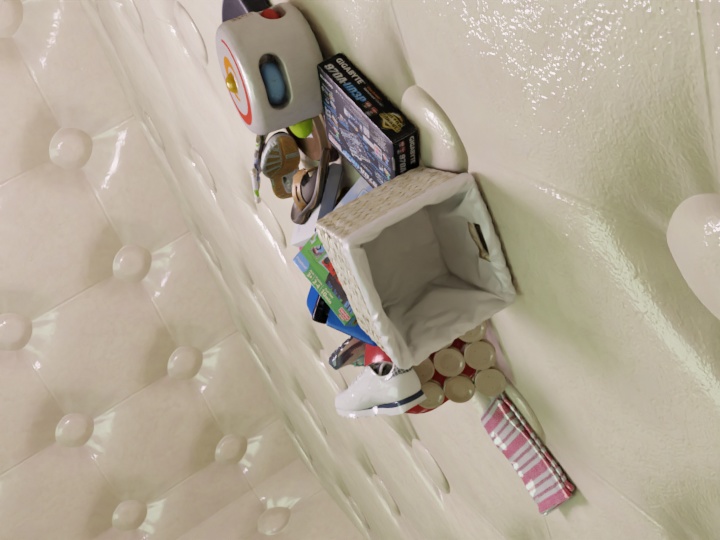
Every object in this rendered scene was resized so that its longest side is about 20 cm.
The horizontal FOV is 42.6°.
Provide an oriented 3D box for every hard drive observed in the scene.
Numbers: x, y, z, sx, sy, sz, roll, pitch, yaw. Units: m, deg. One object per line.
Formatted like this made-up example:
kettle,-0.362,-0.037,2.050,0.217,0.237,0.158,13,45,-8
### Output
hard drive,-0.082,-0.116,1.688,0.200,0.026,0.133,168,117,-74
hard drive,-0.193,-0.419,1.597,0.135,0.042,0.200,58,164,5

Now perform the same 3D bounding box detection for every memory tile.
memory tile,0.129,0.117,1.416,0.017,0.152,0.201,-70,-38,-64

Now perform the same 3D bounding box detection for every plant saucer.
plant saucer,-0.104,-0.274,1.616,0.200,0.029,0.201,51,162,24

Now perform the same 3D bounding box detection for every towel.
towel,0.267,0.301,1.515,0.201,0.030,0.147,54,162,19

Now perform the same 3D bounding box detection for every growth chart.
growth chart,-0.182,-0.243,1.721,0.145,0.018,0.202,97,-178,-73

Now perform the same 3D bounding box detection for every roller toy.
roller toy,-0.145,-0.312,1.434,0.201,0.139,0.183,63,165,18

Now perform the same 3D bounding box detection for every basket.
basket,0.070,-0.012,1.250,0.161,0.199,0.199,29,146,64

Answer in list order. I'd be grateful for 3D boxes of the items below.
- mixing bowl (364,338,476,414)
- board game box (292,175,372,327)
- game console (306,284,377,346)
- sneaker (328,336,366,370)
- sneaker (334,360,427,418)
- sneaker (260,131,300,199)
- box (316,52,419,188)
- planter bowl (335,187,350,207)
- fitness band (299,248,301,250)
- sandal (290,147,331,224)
mixing bowl,0.083,0.165,1.531,0.199,0.109,0.201,19,140,17
board game box,0.002,-0.036,1.439,0.151,0.200,0.037,49,-162,26
game console,0.000,0.000,1.532,0.117,0.201,0.171,18,-172,-13
sneaker,0.032,0.143,1.661,0.087,0.199,0.078,59,140,10
sneaker,0.024,0.184,1.461,0.199,0.076,0.081,-19,97,48
sneaker,-0.152,-0.213,1.716,0.200,0.075,0.088,93,164,-67
box,0.012,-0.201,1.359,0.200,0.046,0.159,50,162,31
planter bowl,-0.014,-0.042,1.657,0.201,0.083,0.201,53,163,24
fitness band,-0.073,-0.002,1.991,0.200,0.037,0.144,36,152,52
sandal,-0.098,-0.146,1.619,0.200,0.054,0.082,134,149,-61
